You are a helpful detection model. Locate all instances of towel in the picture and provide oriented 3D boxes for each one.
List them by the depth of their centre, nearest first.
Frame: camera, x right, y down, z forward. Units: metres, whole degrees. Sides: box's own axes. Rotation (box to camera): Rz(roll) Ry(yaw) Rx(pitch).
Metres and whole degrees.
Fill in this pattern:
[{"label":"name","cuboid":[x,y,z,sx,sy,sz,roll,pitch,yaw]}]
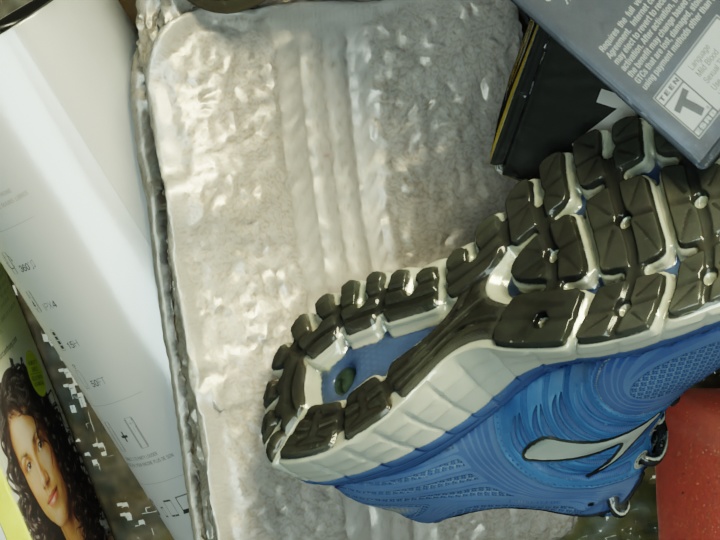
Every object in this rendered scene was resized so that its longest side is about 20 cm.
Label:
[{"label":"towel","cuboid":[0.000,0.000,0.931,0.132,0.034,0.200,-10,93,-21]}]

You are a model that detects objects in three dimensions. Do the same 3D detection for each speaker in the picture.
[{"label":"speaker","cuboid":[-0.070,0.002,0.964,0.081,0.081,0.200,-29,101,14]}]

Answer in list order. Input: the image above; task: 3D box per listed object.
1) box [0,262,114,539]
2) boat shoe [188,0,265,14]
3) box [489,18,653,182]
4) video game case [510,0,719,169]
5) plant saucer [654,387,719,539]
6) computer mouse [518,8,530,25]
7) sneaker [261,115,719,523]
[{"label":"box","cuboid":[-0.143,0.033,0.987,0.050,0.075,0.200,-18,105,14]},{"label":"boat shoe","cuboid":[-0.004,-0.164,0.855,0.072,0.068,0.200,35,128,11]},{"label":"box","cuboid":[0.154,-0.072,0.833,0.200,0.049,0.160,17,130,-3]},{"label":"video game case","cuboid":[0.055,-0.140,0.768,0.200,0.019,0.143,43,131,9]},{"label":"plant saucer","cuboid":[0.198,0.134,0.928,0.199,0.037,0.201,-1,83,-8]},{"label":"computer mouse","cuboid":[0.119,-0.047,0.946,0.110,0.044,0.200,-41,98,17]},{"label":"sneaker","cuboid":[0.068,0.021,0.858,0.200,0.079,0.089,-25,136,35]}]
